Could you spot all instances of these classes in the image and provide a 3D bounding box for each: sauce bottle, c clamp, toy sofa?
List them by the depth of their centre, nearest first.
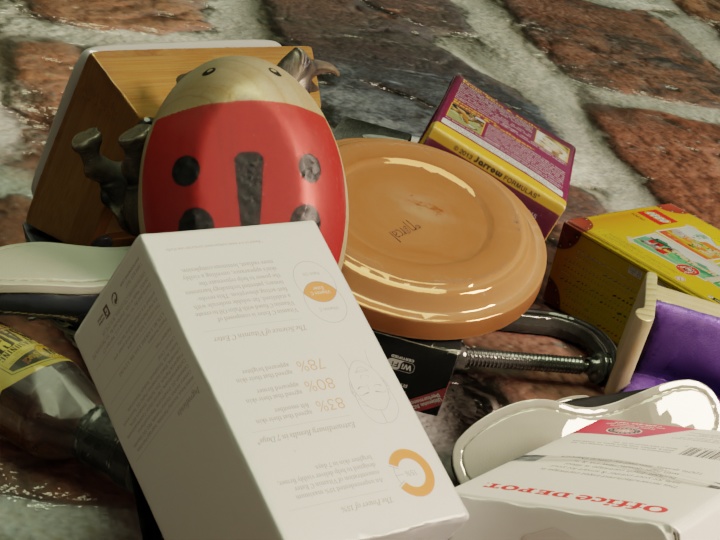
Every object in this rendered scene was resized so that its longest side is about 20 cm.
[{"bbox_3d":[-0.207,0.076,1.103,0.199,0.066,0.066,25,26,23],"label":"sauce bottle"},{"bbox_3d":[0.285,0.084,1.300,0.199,0.083,0.098,17,36,2],"label":"toy sofa"},{"bbox_3d":[0.117,0.062,1.367,0.199,0.027,0.171,3,19,-23],"label":"c clamp"}]

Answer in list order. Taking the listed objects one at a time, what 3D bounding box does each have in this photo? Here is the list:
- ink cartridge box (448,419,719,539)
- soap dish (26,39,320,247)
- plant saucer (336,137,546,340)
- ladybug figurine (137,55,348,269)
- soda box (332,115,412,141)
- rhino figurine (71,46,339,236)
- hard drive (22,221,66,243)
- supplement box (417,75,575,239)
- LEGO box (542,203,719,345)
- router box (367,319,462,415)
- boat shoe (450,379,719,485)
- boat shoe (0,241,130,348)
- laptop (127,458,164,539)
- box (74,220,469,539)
[{"bbox_3d":[0.159,0.153,1.037,0.144,0.085,0.200,3,10,33],"label":"ink cartridge box"},{"bbox_3d":[-0.132,-0.091,1.311,0.199,0.158,0.081,-8,48,-41],"label":"soap dish"},{"bbox_3d":[0.032,-0.031,1.219,0.199,0.032,0.201,9,39,-7],"label":"plant saucer"},{"bbox_3d":[-0.072,-0.041,1.118,0.135,0.201,0.072,-5,-7,-9],"label":"ladybug figurine"},{"bbox_3d":[-0.011,-0.072,1.546,0.070,0.064,0.200,16,24,7],"label":"soda box"},{"bbox_3d":[-0.095,-0.092,1.211,0.200,0.088,0.060,-32,34,-24],"label":"rhino figurine"},{"bbox_3d":[-0.157,0.023,1.277,0.134,0.043,0.200,-1,28,-32],"label":"hard drive"},{"bbox_3d":[0.101,-0.073,1.510,0.131,0.103,0.200,31,20,0],"label":"supplement box"},{"bbox_3d":[0.276,0.024,1.468,0.148,0.078,0.200,-9,32,-42],"label":"LEGO box"},{"bbox_3d":[0.000,0.000,1.247,0.149,0.062,0.200,16,38,-2],"label":"router box"},{"bbox_3d":[0.148,0.118,1.208,0.199,0.074,0.060,-14,-9,-20],"label":"boat shoe"},{"bbox_3d":[-0.169,0.017,1.156,0.199,0.062,0.075,-6,30,-38],"label":"boat shoe"},{"bbox_3d":[-0.030,0.129,1.027,0.177,0.201,0.103,-7,-6,-41],"label":"laptop"},{"bbox_3d":[-0.052,0.083,0.971,0.124,0.098,0.201,-6,57,-40],"label":"box"}]
